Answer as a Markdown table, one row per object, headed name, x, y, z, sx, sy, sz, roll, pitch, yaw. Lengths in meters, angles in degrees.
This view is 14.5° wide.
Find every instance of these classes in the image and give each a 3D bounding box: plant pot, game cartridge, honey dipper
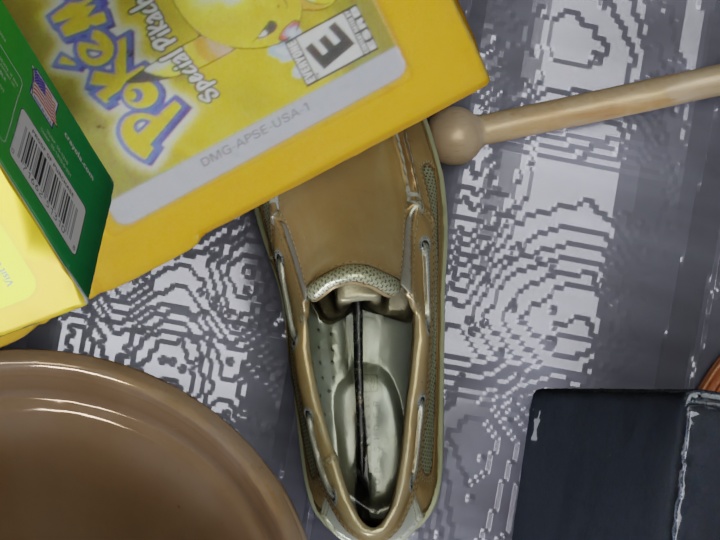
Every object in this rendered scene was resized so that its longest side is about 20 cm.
| name | x | y | z | sx | sy | sz | roll | pitch | yaw |
| --- | --- | --- | --- | --- | --- | --- | --- | --- | --- |
| plant pot | -0.115 | 0.135 | 0.974 | 0.200 | 0.093 | 0.201 | 2 | 63 | -4 |
| game cartridge | -0.075 | -0.086 | 0.945 | 0.200 | 0.032 | 0.176 | -30 | 124 | -3 |
| honey dipper | 0.121 | -0.071 | 1.076 | 0.200 | 0.038 | 0.038 | -11 | 89 | -7 |

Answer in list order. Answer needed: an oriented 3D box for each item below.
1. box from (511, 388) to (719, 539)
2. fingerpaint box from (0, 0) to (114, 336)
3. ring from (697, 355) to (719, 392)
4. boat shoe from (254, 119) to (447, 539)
| name | x | y | z | sx | sy | sz | roll | pitch | yaw |
| --- | --- | --- | --- | --- | --- | --- | --- | --- | --- |
| box | 0.167 | 0.111 | 0.971 | 0.196 | 0.200 | 0.124 | 10 | 86 | -10 |
| fingerpaint box | -0.197 | -0.057 | 0.871 | 0.167 | 0.073 | 0.200 | -20 | 122 | 17 |
| ring | 0.214 | 0.098 | 1.092 | 0.200 | 0.019 | 0.201 | 0 | 88 | -11 |
| boat shoe | 0.000 | 0.000 | 1.021 | 0.072 | 0.076 | 0.200 | -10 | 88 | 2 |
